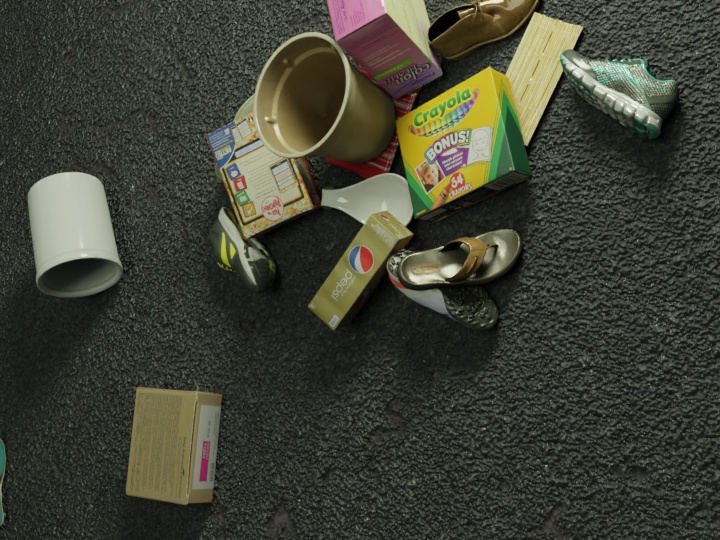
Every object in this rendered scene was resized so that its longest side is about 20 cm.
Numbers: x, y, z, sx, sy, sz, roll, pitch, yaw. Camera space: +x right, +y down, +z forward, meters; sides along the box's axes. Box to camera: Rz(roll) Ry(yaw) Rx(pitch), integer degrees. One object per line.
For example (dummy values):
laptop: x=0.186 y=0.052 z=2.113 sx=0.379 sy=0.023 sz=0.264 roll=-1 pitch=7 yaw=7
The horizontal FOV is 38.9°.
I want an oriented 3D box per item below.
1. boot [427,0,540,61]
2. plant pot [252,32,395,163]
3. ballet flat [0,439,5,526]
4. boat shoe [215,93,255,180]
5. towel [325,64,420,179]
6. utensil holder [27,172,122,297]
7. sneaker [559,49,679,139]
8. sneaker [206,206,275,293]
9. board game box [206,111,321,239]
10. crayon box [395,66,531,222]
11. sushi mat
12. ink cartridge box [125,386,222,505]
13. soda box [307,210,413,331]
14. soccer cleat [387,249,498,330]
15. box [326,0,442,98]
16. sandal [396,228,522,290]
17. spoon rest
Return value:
boot: x=0.196 y=-0.404 z=1.619 sx=0.199 sy=0.075 sz=0.074 roll=-29 pitch=64 yaw=27
plant pot: x=-0.043 y=-0.262 z=1.669 sx=0.199 sy=0.183 sz=0.203 roll=-7 pitch=77 yaw=36
ballet flat: x=-0.805 y=0.460 z=2.198 sx=0.069 sy=0.069 sz=0.203 roll=-15 pitch=74 yaw=33
boat shoe: x=-0.204 y=-0.258 z=1.889 sx=0.201 sy=0.074 sz=0.066 roll=-61 pitch=12 yaw=19
towel: x=0.024 y=-0.260 z=1.749 sx=0.144 sy=0.022 sz=0.202 roll=24 pitch=95 yaw=36
utensil holder: x=-0.583 y=-0.072 z=2.066 sx=0.169 sy=0.169 sz=0.202 roll=-31 pitch=63 yaw=27
sneaker: x=0.378 y=-0.274 z=1.477 sx=0.091 sy=0.078 sz=0.200 roll=-47 pitch=61 yaw=1
sneaker: x=-0.219 y=-0.024 z=1.860 sx=0.085 sy=0.074 sz=0.201 roll=-50 pitch=49 yaw=25
board game box: x=-0.172 y=-0.177 z=1.813 sx=0.150 sy=0.046 sz=0.202 roll=-21 pitch=87 yaw=22
crayon box: x=0.158 y=-0.194 z=1.607 sx=0.199 sy=0.058 sz=0.175 roll=-25 pitch=69 yaw=37
sushi mat: x=0.265 y=-0.297 z=1.586 sx=0.095 sy=0.012 sz=0.202 roll=30 pitch=100 yaw=35
ink cartridge box: x=-0.344 y=0.320 z=1.877 sx=0.163 sy=0.075 sz=0.203 roll=0 pitch=81 yaw=34
soda box: x=0.000 y=0.000 z=1.668 sx=0.064 sy=0.068 sz=0.201 roll=42 pitch=114 yaw=13
soccer cleat: x=0.130 y=0.038 z=1.602 sx=0.199 sy=0.073 sz=0.068 roll=30 pitch=69 yaw=20
box: x=0.032 y=-0.410 z=1.643 sx=0.096 sy=0.199 sz=0.178 roll=-24 pitch=62 yaw=23
sandal: x=0.150 y=-0.021 z=1.553 sx=0.197 sy=0.055 sz=0.083 roll=-9 pitch=63 yaw=5
spoon rest: x=0.008 y=-0.114 z=1.708 sx=0.198 sy=0.060 sz=0.101 roll=7 pitch=95 yaw=38
